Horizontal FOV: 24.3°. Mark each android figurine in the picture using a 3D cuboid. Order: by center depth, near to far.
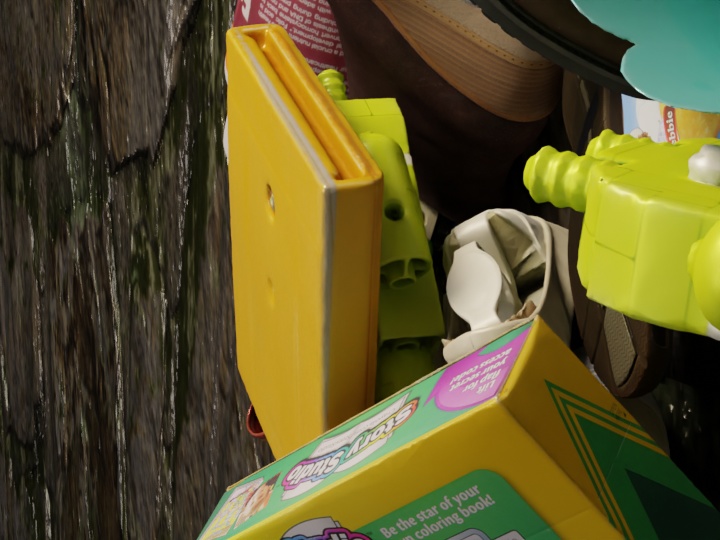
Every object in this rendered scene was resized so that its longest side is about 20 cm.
[{"bbox_3d":[0.144,-0.005,0.446,0.200,0.182,0.041,17,109,29],"label":"android figurine"},{"bbox_3d":[0.000,0.000,0.808,0.182,0.041,0.200,113,149,-63],"label":"android figurine"}]

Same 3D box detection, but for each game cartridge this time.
[{"bbox_3d":[-0.028,0.008,0.786,0.176,0.032,0.200,-120,25,-55],"label":"game cartridge"}]

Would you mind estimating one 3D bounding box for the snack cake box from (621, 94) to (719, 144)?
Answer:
[{"bbox_3d":[0.145,-0.120,0.604,0.115,0.067,0.200,169,97,-68],"label":"snack cake box"}]

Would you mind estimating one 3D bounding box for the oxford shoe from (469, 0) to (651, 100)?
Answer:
[{"bbox_3d":[0.060,-0.133,0.531,0.084,0.200,0.073,-22,35,39],"label":"oxford shoe"}]

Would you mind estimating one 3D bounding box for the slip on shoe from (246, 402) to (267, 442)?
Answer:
[{"bbox_3d":[-0.040,0.032,1.108,0.074,0.061,0.200,-126,39,-56],"label":"slip on shoe"}]

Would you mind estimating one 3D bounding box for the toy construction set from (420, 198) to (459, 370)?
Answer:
[{"bbox_3d":[0.010,0.023,0.937,0.200,0.092,0.131,-5,64,61],"label":"toy construction set"}]

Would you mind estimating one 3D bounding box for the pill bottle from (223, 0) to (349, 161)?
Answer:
[{"bbox_3d":[-0.014,-0.141,0.939,0.200,0.114,0.114,108,150,-42],"label":"pill bottle"}]

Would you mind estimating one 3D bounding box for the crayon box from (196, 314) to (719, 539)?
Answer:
[{"bbox_3d":[0.051,0.131,0.677,0.173,0.058,0.200,48,131,-11],"label":"crayon box"}]

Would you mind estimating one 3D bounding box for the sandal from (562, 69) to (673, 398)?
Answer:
[{"bbox_3d":[0.120,-0.041,0.710,0.082,0.055,0.200,101,171,-53],"label":"sandal"}]

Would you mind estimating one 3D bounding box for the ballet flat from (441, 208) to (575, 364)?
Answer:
[{"bbox_3d":[0.064,0.007,0.745,0.200,0.069,0.070,-79,-5,-67],"label":"ballet flat"}]

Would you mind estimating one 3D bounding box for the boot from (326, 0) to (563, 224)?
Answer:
[{"bbox_3d":[0.003,-0.114,0.836,0.200,0.072,0.166,33,147,10],"label":"boot"}]

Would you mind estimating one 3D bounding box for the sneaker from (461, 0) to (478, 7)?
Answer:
[{"bbox_3d":[0.059,-0.170,0.613,0.200,0.082,0.075,120,142,-56],"label":"sneaker"}]

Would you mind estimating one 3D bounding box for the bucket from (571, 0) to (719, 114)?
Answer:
[{"bbox_3d":[0.157,-0.131,0.436,0.207,0.135,0.207,-2,88,57],"label":"bucket"}]

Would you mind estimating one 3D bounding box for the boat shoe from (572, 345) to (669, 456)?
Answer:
[{"bbox_3d":[0.109,0.128,0.755,0.072,0.070,0.201,-81,-9,-67],"label":"boat shoe"}]
